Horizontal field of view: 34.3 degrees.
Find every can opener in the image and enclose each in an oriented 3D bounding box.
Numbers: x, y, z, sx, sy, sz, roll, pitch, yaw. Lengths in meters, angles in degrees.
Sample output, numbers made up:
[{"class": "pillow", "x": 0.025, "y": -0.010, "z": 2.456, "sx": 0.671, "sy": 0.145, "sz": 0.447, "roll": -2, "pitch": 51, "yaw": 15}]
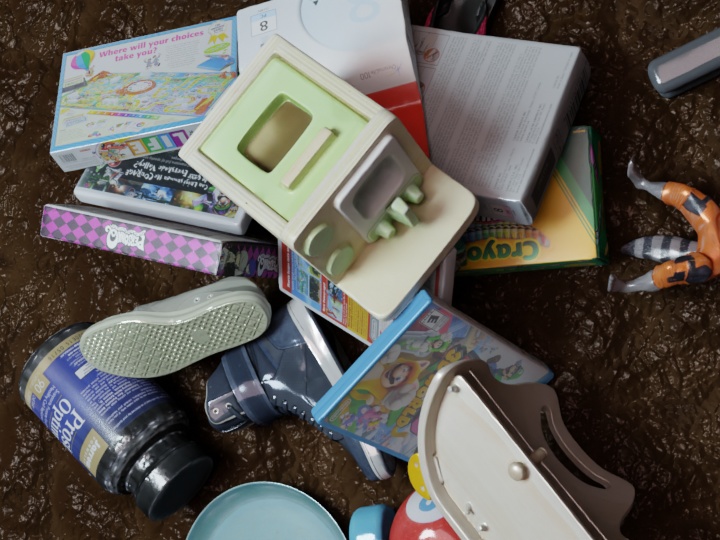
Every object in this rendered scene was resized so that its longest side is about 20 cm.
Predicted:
[{"class": "can opener", "x": 0.346, "y": -0.194, "z": 0.997, "sx": 0.198, "sy": 0.053, "sz": 0.067, "roll": -20, "pitch": 79, "yaw": 21}]

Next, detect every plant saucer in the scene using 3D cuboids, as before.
[{"class": "plant saucer", "x": -0.088, "y": 0.310, "z": 1.155, "sx": 0.198, "sy": 0.027, "sz": 0.203, "roll": -2, "pitch": 85, "yaw": 22}]

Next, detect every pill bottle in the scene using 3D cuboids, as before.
[{"class": "pill bottle", "x": -0.245, "y": 0.154, "z": 1.188, "sx": 0.200, "sy": 0.112, "sz": 0.112, "roll": 41, "pitch": 101, "yaw": 21}]

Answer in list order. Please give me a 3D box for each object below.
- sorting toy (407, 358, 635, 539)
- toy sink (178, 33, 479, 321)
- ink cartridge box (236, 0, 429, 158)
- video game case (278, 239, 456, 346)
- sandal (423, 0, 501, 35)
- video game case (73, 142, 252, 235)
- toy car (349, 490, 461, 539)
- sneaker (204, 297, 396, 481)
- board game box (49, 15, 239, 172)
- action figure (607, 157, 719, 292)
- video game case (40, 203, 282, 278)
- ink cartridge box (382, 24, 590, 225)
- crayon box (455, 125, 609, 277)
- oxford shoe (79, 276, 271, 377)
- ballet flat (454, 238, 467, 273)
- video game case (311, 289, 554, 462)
[{"class": "sorting toy", "x": 0.153, "y": 0.168, "z": 0.986, "sx": 0.200, "sy": 0.179, "sz": 0.107, "roll": 51, "pitch": 127, "yaw": 19}, {"class": "toy sink", "x": -0.025, "y": -0.075, "z": 0.938, "sx": 0.200, "sy": 0.112, "sz": 0.131, "roll": 39, "pitch": 89, "yaw": 27}, {"class": "ink cartridge box", "x": -0.028, "y": -0.170, "z": 1.047, "sx": 0.158, "sy": 0.047, "sz": 0.202, "roll": -13, "pitch": 56, "yaw": 11}, {"class": "video game case", "x": 0.000, "y": 0.000, "z": 1.042, "sx": 0.199, "sy": 0.017, "sz": 0.144, "roll": 30, "pitch": 135, "yaw": 32}, {"class": "sandal", "x": 0.092, "y": -0.232, "z": 1.111, "sx": 0.074, "sy": 0.045, "sz": 0.202, "roll": 19, "pitch": 93, "yaw": 21}, {"class": "video game case", "x": -0.169, "y": -0.132, "z": 1.185, "sx": 0.198, "sy": 0.023, "sz": 0.183, "roll": 12, "pitch": 63, "yaw": 23}, {"class": "toy car", "x": 0.063, "y": 0.274, "z": 1.000, "sx": 0.183, "sy": 0.200, "sz": 0.179, "roll": -13, "pitch": 81, "yaw": 21}, {"class": "sneaker", "x": -0.063, "y": 0.142, "z": 1.122, "sx": 0.146, "sy": 0.077, "sz": 0.203, "roll": -34, "pitch": 64, "yaw": 5}, {"class": "board game box", "x": -0.213, "y": -0.181, "z": 1.195, "sx": 0.198, "sy": 0.034, "sz": 0.136, "roll": -9, "pitch": 57, "yaw": 11}, {"class": "action figure", "x": 0.321, "y": -0.046, "z": 0.994, "sx": 0.191, "sy": 0.105, "sz": 0.202, "roll": 9, "pitch": 62, "yaw": 17}, {"class": "video game case", "x": -0.176, "y": -0.027, "z": 1.135, "sx": 0.198, "sy": 0.181, "sz": 0.036, "roll": 12, "pitch": 94, "yaw": 22}, {"class": "ink cartridge box", "x": 0.086, "y": -0.136, "z": 1.044, "sx": 0.198, "sy": 0.057, "sz": 0.164, "roll": 12, "pitch": 68, "yaw": 31}, {"class": "crayon box", "x": 0.124, "y": -0.058, "z": 1.077, "sx": 0.198, "sy": 0.058, "sz": 0.120, "roll": -5, "pitch": 83, "yaw": 23}, {"class": "oxford shoe", "x": -0.178, "y": 0.054, "z": 1.141, "sx": 0.198, "sy": 0.058, "sz": 0.076, "roll": -16, "pitch": 123, "yaw": 11}, {"class": "ballet flat", "x": 0.010, "y": -0.049, "z": 1.062, "sx": 0.200, "sy": 0.072, "sz": 0.072, "roll": 43, "pitch": 102, "yaw": 25}, {"class": "video game case", "x": 0.068, "y": 0.106, "z": 1.018, "sx": 0.143, "sy": 0.199, "sz": 0.018, "roll": -48, "pitch": 46, "yaw": 12}]
